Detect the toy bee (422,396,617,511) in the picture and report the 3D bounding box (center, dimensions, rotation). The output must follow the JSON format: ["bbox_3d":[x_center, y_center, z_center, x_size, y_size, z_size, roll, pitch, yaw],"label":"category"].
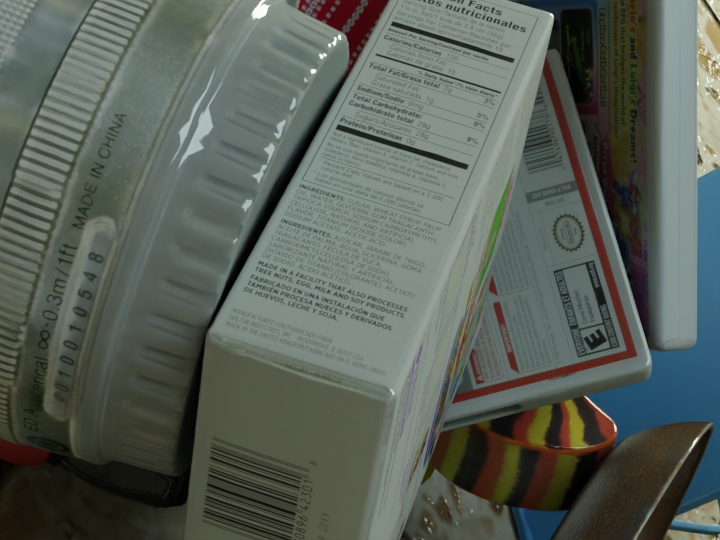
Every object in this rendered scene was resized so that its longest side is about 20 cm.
[{"bbox_3d":[0.012,0.037,0.849,0.108,0.200,0.132,-10,110,-30],"label":"toy bee"}]

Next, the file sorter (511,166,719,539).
[{"bbox_3d":[0.173,0.048,0.955,0.122,0.199,0.139,16,53,-51],"label":"file sorter"}]

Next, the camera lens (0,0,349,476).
[{"bbox_3d":[-0.121,-0.040,0.609,0.199,0.161,0.160,21,38,4],"label":"camera lens"}]

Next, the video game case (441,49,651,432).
[{"bbox_3d":[0.000,0.000,0.782,0.017,0.199,0.144,74,3,-66],"label":"video game case"}]

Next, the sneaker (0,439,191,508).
[{"bbox_3d":[-0.056,0.005,0.741,0.098,0.071,0.201,31,60,-3],"label":"sneaker"}]

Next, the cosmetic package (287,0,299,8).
[{"bbox_3d":[-0.119,-0.117,0.705,0.199,0.083,0.051,12,48,-6],"label":"cosmetic package"}]

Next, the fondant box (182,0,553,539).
[{"bbox_3d":[0.003,0.018,0.642,0.058,0.145,0.200,18,41,8],"label":"fondant box"}]

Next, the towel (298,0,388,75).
[{"bbox_3d":[0.010,-0.116,0.929,0.200,0.145,0.022,34,2,-33],"label":"towel"}]

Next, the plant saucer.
[{"bbox_3d":[0.082,0.142,0.795,0.032,0.201,0.200,29,30,14],"label":"plant saucer"}]

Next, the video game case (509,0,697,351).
[{"bbox_3d":[0.082,-0.076,0.842,0.024,0.182,0.201,-4,97,-27],"label":"video game case"}]
